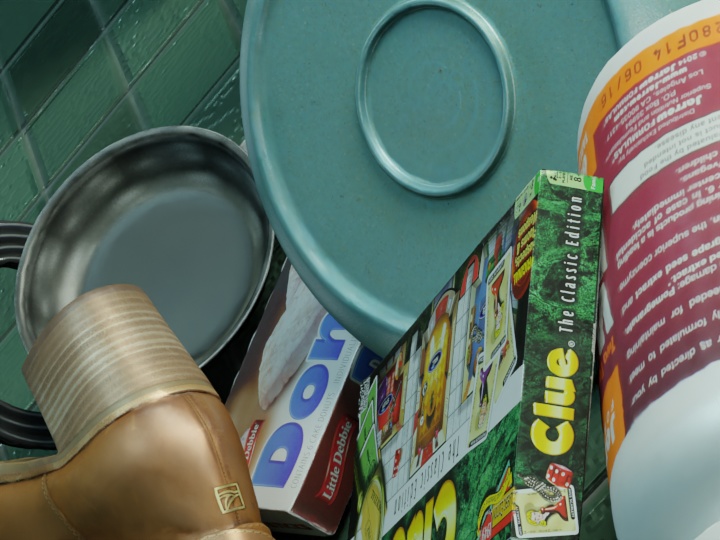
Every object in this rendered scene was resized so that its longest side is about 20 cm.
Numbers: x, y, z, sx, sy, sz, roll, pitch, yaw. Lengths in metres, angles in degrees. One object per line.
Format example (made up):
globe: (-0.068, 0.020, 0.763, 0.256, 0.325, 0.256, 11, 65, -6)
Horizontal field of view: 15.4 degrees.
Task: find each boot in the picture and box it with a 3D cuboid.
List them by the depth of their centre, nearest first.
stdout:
boot: (-0.089, 0.123, 0.945, 0.155, 0.073, 0.200, 60, 144, 29)

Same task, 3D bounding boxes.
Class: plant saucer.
plant saucer: (0.030, -0.057, 0.863, 0.199, 0.027, 0.202, 8, 102, 40)

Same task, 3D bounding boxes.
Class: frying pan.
frying pan: (-0.065, -0.034, 1.032, 0.114, 0.031, 0.191, 16, 73, 34)

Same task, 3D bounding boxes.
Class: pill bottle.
pill bottle: (0.117, 0.028, 0.702, 0.109, 0.109, 0.201, -35, 37, 31)

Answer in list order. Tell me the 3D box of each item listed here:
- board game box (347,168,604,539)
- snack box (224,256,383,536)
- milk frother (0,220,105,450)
board game box: (0.028, 0.054, 0.786, 0.200, 0.023, 0.105, 125, 150, -65)
snack box: (0.000, 0.000, 0.970, 0.072, 0.024, 0.201, -3, 60, 54)
milk frother: (-0.200, 0.070, 1.109, 0.199, 0.182, 0.188, -20, 20, -26)
